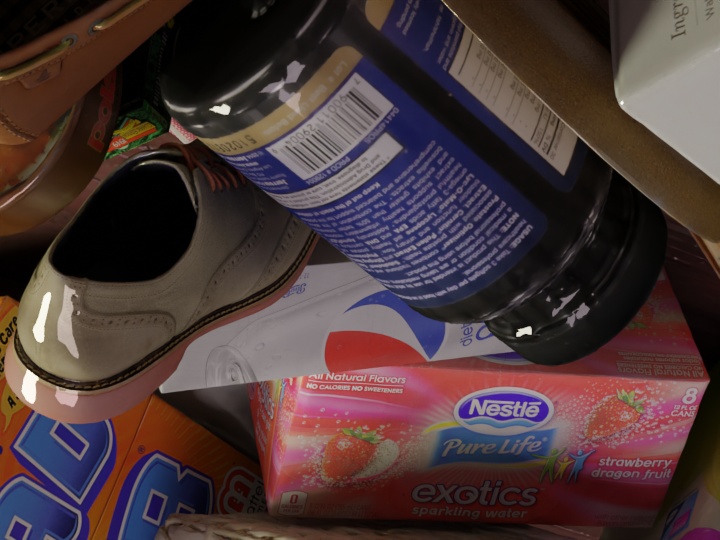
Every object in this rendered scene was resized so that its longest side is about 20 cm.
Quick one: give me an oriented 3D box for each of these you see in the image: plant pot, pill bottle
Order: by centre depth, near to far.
[{"bbox_3d":[0.069,-0.091,0.755,0.027,0.200,0.200,-44,126,13],"label":"plant pot"},{"bbox_3d":[0.027,-0.049,0.814,0.112,0.112,0.200,-28,127,35],"label":"pill bottle"}]

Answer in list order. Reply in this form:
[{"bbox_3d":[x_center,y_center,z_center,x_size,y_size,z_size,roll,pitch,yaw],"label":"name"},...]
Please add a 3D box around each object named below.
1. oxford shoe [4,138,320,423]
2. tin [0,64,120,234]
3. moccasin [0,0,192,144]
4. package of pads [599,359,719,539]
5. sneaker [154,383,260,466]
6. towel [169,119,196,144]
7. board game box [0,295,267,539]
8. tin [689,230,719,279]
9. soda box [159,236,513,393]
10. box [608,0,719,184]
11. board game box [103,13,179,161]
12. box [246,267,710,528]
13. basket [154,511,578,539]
[{"bbox_3d":[-0.062,-0.021,0.817,0.071,0.200,0.074,27,134,12],"label":"oxford shoe"},{"bbox_3d":[-0.185,-0.073,0.836,0.199,0.113,0.042,4,174,27],"label":"tin"},{"bbox_3d":[-0.082,-0.136,0.749,0.074,0.201,0.078,46,169,13],"label":"moccasin"},{"bbox_3d":[0.173,0.141,1.055,0.068,0.200,0.155,31,140,-4],"label":"package of pads"},{"bbox_3d":[-0.035,0.062,1.079,0.199,0.073,0.085,21,142,-18],"label":"sneaker"},{"bbox_3d":[0.000,-0.097,0.910,0.199,0.030,0.146,-22,136,26],"label":"towel"},{"bbox_3d":[-0.203,0.149,1.061,0.199,0.201,0.200,-3,147,47],"label":"board game box"},{"bbox_3d":[0.217,-0.025,0.971,0.111,0.042,0.200,-18,137,21],"label":"tin"},{"bbox_3d":[0.000,0.000,0.919,0.199,0.068,0.064,-6,129,-20],"label":"soda box"},{"bbox_3d":[0.195,-0.108,0.730,0.199,0.201,0.130,33,133,-32],"label":"box"},{"bbox_3d":[-0.158,-0.070,0.896,0.199,0.105,0.023,-20,140,30],"label":"board game box"},{"bbox_3d":[0.053,0.054,1.004,0.199,0.095,0.103,4,127,-15],"label":"box"},{"bbox_3d":[0.011,0.218,0.982,0.160,0.200,0.199,5,180,-41],"label":"basket"}]
